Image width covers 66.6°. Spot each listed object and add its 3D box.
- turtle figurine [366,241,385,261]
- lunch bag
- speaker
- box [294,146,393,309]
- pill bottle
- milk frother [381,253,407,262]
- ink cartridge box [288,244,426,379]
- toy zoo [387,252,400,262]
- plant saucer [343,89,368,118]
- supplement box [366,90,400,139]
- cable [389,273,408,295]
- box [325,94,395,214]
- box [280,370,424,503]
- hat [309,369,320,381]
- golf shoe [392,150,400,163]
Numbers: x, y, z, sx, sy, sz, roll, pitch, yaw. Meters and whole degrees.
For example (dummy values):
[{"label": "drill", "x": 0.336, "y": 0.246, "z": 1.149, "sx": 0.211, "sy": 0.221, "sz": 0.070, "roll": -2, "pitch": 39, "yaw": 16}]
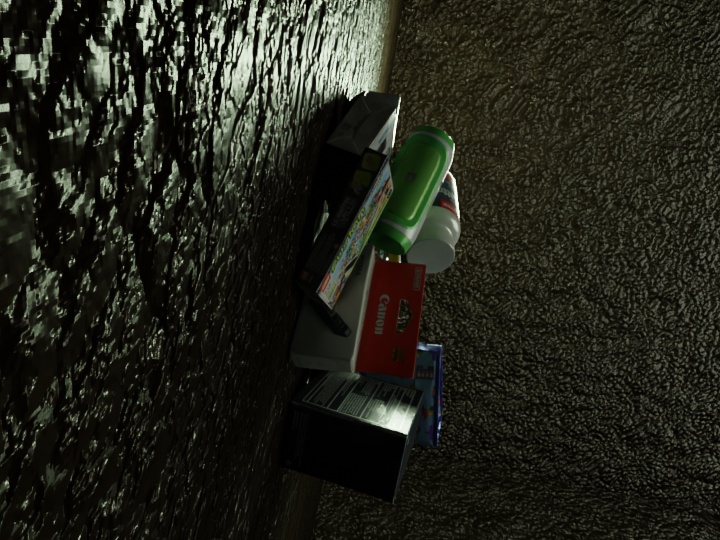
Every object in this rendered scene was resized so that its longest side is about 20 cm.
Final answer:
[{"label": "turtle figurine", "x": 0.000, "y": 0.000, "z": 0.986, "sx": 0.200, "sy": 0.099, "sz": 0.152, "roll": -21, "pitch": 127, "yaw": -66}, {"label": "lunch bag", "x": 0.080, "y": 0.220, "z": 1.051, "sx": 0.094, "sy": 0.148, "sz": 0.204, "roll": -56, "pitch": 147, "yaw": -65}, {"label": "speaker", "x": 0.080, "y": -0.129, "z": 0.877, "sx": 0.089, "sy": 0.087, "sz": 0.202, "roll": 94, "pitch": 21, "yaw": -73}, {"label": "box", "x": -0.017, "y": -0.053, "z": 0.746, "sx": 0.202, "sy": 0.034, "sz": 0.110, "roll": -63, "pitch": 167, "yaw": -10}, {"label": "pill bottle", "x": 0.133, "y": -0.099, "z": 1.062, "sx": 0.121, "sy": 0.117, "sz": 0.202, "roll": 98, "pitch": -4, "yaw": -47}, {"label": "milk frother", "x": 0.024, "y": -0.083, "z": 1.227, "sx": 0.199, "sy": 0.178, "sz": 0.192, "roll": -4, "pitch": 104, "yaw": -66}, {"label": "ink cartridge box", "x": 0.002, "y": 0.051, "z": 0.801, "sx": 0.044, "sy": 0.170, "sz": 0.203, "roll": 80, "pitch": 17, "yaw": -53}, {"label": "toy zoo", "x": 0.064, "y": -0.065, "z": 1.055, "sx": 0.131, "sy": 0.020, "sz": 0.204, "roll": -63, "pitch": 150, "yaw": -78}, {"label": "plant saucer", "x": -0.017, "y": -0.220, "z": 0.982, "sx": 0.200, "sy": 0.031, "sz": 0.204, "roll": 10, "pitch": 90, "yaw": -89}, {"label": "supplement box", "x": 0.029, "y": -0.222, "z": 0.999, "sx": 0.200, "sy": 0.060, "sz": 0.111, "roll": 97, "pitch": 4, "yaw": -77}, {"label": "cable", "x": -0.008, "y": 0.055, "z": 0.903, "sx": 0.051, "sy": 0.197, "sz": 0.098, "roll": 57, "pitch": 15, "yaw": -31}, {"label": "box", "x": 0.000, "y": -0.149, "z": 0.850, "sx": 0.117, "sy": 0.059, "sz": 0.201, "roll": -59, "pitch": 164, "yaw": -31}, {"label": "box", "x": -0.006, "y": 0.270, "z": 0.943, "sx": 0.200, "sy": 0.195, "sz": 0.126, "roll": -28, "pitch": 129, "yaw": -73}, {"label": "hat", "x": -0.099, "y": 0.240, "z": 1.108, "sx": 0.202, "sy": 0.174, "sz": 0.166, "roll": 60, "pitch": -9, "yaw": 7}, {"label": "golf shoe", "x": 0.107, "y": -0.164, "z": 0.990, "sx": 0.202, "sy": 0.090, "sz": 0.073, "roll": -90, "pitch": 168, "yaw": -47}]
